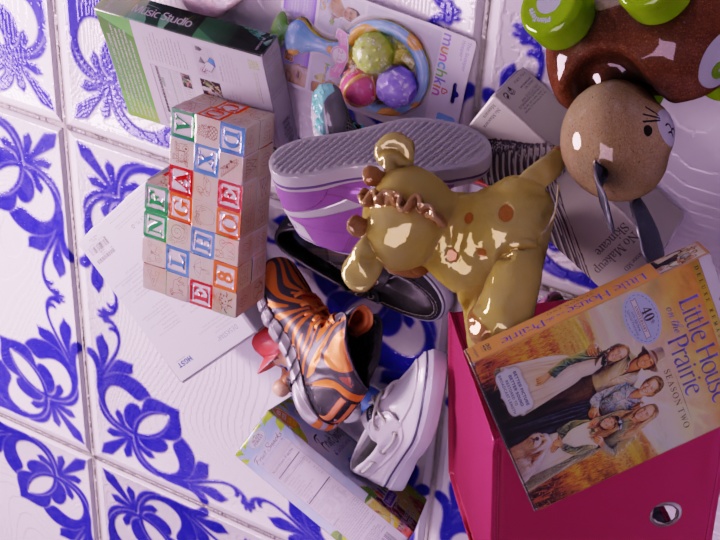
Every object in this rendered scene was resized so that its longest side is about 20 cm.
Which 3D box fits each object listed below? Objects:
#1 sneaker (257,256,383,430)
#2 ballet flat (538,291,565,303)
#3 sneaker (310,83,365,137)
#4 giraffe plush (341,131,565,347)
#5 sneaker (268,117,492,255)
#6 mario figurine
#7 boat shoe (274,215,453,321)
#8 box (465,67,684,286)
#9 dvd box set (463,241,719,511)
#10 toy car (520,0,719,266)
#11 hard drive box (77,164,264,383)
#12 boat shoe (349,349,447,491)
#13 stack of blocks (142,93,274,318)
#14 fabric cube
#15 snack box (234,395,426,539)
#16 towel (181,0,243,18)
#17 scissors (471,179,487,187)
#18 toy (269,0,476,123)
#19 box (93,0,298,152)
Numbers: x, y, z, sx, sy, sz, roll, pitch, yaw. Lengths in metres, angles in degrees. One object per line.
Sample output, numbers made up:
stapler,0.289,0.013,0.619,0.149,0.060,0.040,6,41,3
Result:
sneaker,-0.033,0.051,1.295,0.112,0.077,0.202,-45,57,35
ballet flat,0.166,0.104,1.272,0.071,0.069,0.202,27,133,40
sneaker,0.014,-0.100,1.217,0.090,0.078,0.201,-20,128,5
giraffe plush,0.072,-0.022,1.040,0.160,0.174,0.201,12,142,8
sneaker,0.026,-0.070,1.147,0.198,0.073,0.115,-3,133,16
mario figurine,-0.040,0.136,1.390,0.199,0.106,0.124,36,133,5
boat shoe,0.000,0.000,1.309,0.199,0.057,0.069,30,130,13
box,0.184,-0.078,1.135,0.200,0.068,0.082,42,133,4
dvd box set,0.196,0.084,0.984,0.198,0.029,0.148,-24,112,2
toy car,0.213,-0.111,0.973,0.156,0.203,0.164,-9,156,36
hard drive box,-0.195,0.002,1.413,0.155,0.077,0.201,-32,95,41
boat shoe,0.034,0.152,1.267,0.066,0.074,0.201,11,131,-6
stack of blocks,-0.153,-0.067,1.269,0.114,0.059,0.202,17,118,22
fabric cube,0.192,0.157,1.145,0.196,0.201,0.198,-5,122,-6
snack box,-0.027,0.227,1.396,0.199,0.169,0.068,37,95,5
towel,-0.143,-0.352,1.194,0.190,0.032,0.201,-23,104,40
scissors,0.163,-0.046,1.205,0.198,0.014,0.074,13,123,27
toy,0.001,-0.190,1.194,0.198,0.047,0.116,25,131,17
box,-0.162,-0.194,1.276,0.198,0.037,0.145,18,145,20
